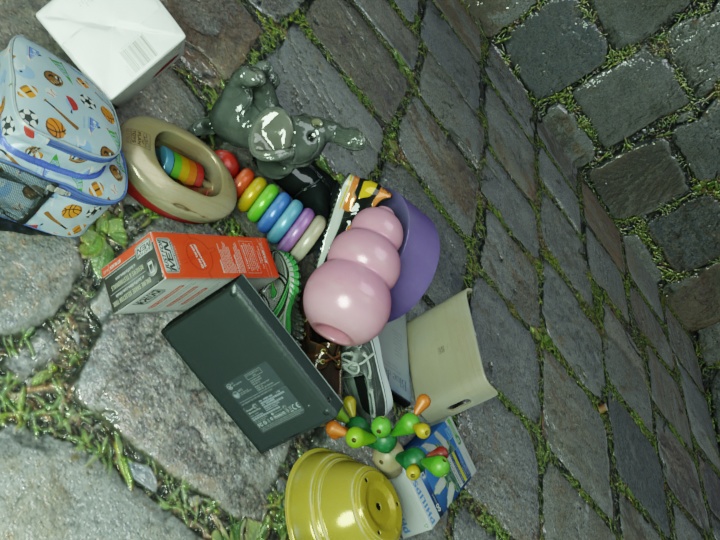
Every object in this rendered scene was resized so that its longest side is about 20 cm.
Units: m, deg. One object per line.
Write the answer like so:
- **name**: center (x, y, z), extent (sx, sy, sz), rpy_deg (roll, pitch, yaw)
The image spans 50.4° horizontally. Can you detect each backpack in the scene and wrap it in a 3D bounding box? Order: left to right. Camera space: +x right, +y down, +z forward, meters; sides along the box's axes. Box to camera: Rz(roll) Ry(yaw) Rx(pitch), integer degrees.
- **backpack**: center (-0.339, -0.134, 0.814), extent (0.190, 0.152, 0.203), rpy_deg (35, 34, -54)

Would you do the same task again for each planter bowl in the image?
- **planter bowl**: center (-0.003, 0.320, 1.005), extent (0.199, 0.083, 0.203), rpy_deg (37, 38, -35)

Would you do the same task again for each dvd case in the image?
- **dvd case**: center (0.034, 0.116, 1.302), extent (0.142, 0.017, 0.203), rpy_deg (38, 37, -37)

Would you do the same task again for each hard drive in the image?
- **hard drive**: center (-0.132, 0.117, 0.920), extent (0.201, 0.138, 0.033), rpy_deg (53, 31, -13)

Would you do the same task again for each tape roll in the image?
- **tape roll**: center (0.025, -0.024, 1.224), extent (0.084, 0.198, 0.203), rpy_deg (32, 40, -40)

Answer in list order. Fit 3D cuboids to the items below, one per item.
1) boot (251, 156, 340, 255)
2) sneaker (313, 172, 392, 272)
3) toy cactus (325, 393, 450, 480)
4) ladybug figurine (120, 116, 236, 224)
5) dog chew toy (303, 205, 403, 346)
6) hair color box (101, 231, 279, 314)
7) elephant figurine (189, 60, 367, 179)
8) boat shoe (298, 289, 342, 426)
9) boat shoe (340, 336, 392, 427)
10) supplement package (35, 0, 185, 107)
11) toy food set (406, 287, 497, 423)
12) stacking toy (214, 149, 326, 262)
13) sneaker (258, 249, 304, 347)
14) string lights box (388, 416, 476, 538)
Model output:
- **boot**: center (-0.109, -0.137, 1.243), extent (0.162, 0.073, 0.200), rpy_deg (44, 35, -23)
- **sneaker**: center (-0.013, -0.039, 1.154), extent (0.088, 0.204, 0.070), rpy_deg (17, 15, 0)
- **toy cactus**: center (0.034, 0.227, 1.033), extent (0.166, 0.196, 0.104), rpy_deg (77, 32, -54)
- **ladybug figurine**: center (-0.251, -0.125, 1.007), extent (0.199, 0.071, 0.138), rpy_deg (28, 44, -45)
- **dog chew toy**: center (0.000, 0.000, 1.064), extent (0.124, 0.123, 0.203), rpy_deg (39, 63, -32)
- **hair color box**: center (-0.204, 0.004, 0.943), extent (0.199, 0.101, 0.062), rpy_deg (-1, 65, -58)
- **elephant figurine**: center (-0.120, -0.202, 1.139), extent (0.201, 0.155, 0.141), rpy_deg (49, 33, 11)
- **boat shoe**: center (-0.061, 0.116, 1.099), extent (0.069, 0.070, 0.204), rpy_deg (9, 58, -41)
- **boat shoe**: center (-0.012, 0.139, 1.151), extent (0.068, 0.072, 0.203), rpy_deg (-30, 110, -52)
- **supplement package**: center (-0.296, -0.286, 0.938), extent (0.120, 0.121, 0.200), rpy_deg (51, -4, -16)
- **toy food set**: center (0.157, 0.148, 1.341), extent (0.060, 0.142, 0.203), rpy_deg (27, 43, -42)
- **stacking toy**: center (-0.149, -0.100, 1.130), extent (0.199, 0.085, 0.086), rpy_deg (38, 34, -8)
- **sneaker**: center (-0.128, 0.041, 1.056), extent (0.084, 0.079, 0.202), rpy_deg (12, 37, -19)
- **string lights box**: center (0.105, 0.319, 1.199), extent (0.199, 0.058, 0.104), rpy_deg (-24, 87, -60)
